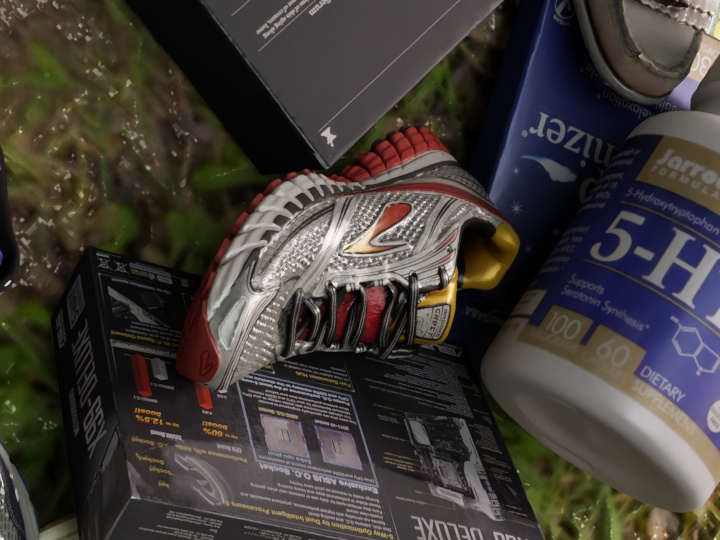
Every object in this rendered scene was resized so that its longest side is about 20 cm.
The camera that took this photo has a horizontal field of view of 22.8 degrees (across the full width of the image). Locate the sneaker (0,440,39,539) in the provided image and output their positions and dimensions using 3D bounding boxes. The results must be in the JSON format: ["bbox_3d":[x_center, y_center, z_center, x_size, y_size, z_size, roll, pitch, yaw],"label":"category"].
[{"bbox_3d":[-0.159,0.144,0.649,0.076,0.085,0.201,-1,86,-3],"label":"sneaker"}]

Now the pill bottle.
[{"bbox_3d":[0.155,-0.003,0.821,0.120,0.120,0.201,40,75,-22],"label":"pill bottle"}]

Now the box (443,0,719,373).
[{"bbox_3d":[0.109,-0.038,0.882,0.121,0.032,0.201,21,83,-26],"label":"box"}]

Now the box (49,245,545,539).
[{"bbox_3d":[-0.026,0.076,0.767,0.199,0.158,0.050,15,122,-27],"label":"box"}]

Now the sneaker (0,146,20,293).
[{"bbox_3d":[-0.196,0.014,0.700,0.080,0.115,0.200,28,78,-24],"label":"sneaker"}]

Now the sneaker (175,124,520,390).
[{"bbox_3d":[0.000,0.000,0.759,0.082,0.078,0.200,41,42,17],"label":"sneaker"}]

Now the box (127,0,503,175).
[{"bbox_3d":[-0.004,-0.161,0.818,0.200,0.079,0.141,-44,106,-20],"label":"box"}]

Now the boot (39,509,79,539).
[{"bbox_3d":[-0.135,0.197,0.731,0.199,0.072,0.155,-33,81,-17],"label":"boot"}]

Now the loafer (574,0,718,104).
[{"bbox_3d":[0.148,-0.176,0.866,0.072,0.063,0.201,23,56,-23],"label":"loafer"}]

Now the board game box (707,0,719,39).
[{"bbox_3d":[0.138,-0.077,0.924,0.104,0.023,0.201,23,81,-23],"label":"board game box"}]
